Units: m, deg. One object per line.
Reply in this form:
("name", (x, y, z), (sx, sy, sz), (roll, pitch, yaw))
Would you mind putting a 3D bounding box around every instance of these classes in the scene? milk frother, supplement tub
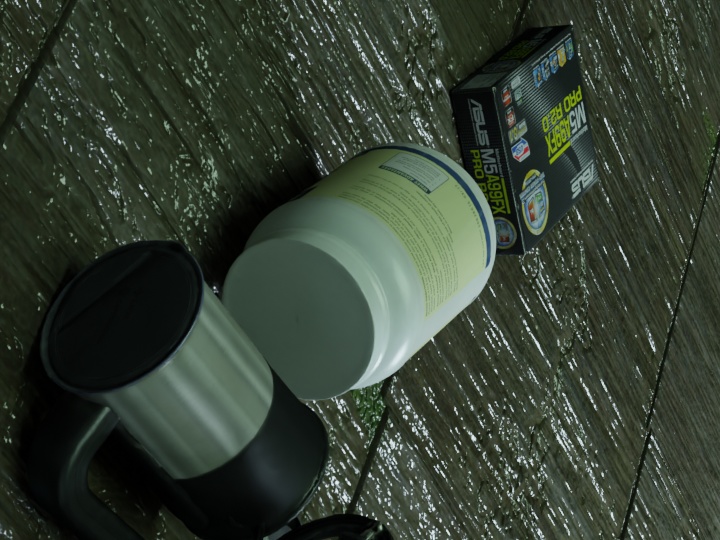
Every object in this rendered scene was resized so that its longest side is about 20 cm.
("milk frother", (-0.085, 0.108, 1.289), (0.188, 0.200, 0.181), (55, 47, -45))
("supplement tub", (0.000, 0.000, 1.502), (0.200, 0.145, 0.145), (-38, 121, -56))

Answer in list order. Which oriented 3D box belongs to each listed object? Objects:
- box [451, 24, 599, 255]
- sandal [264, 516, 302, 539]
("box", (0.157, -0.124, 1.896), (0.200, 0.044, 0.160), (-41, 123, -55))
("sandal", (-0.065, 0.194, 1.477), (0.076, 0.043, 0.200), (-9, 96, -61))
